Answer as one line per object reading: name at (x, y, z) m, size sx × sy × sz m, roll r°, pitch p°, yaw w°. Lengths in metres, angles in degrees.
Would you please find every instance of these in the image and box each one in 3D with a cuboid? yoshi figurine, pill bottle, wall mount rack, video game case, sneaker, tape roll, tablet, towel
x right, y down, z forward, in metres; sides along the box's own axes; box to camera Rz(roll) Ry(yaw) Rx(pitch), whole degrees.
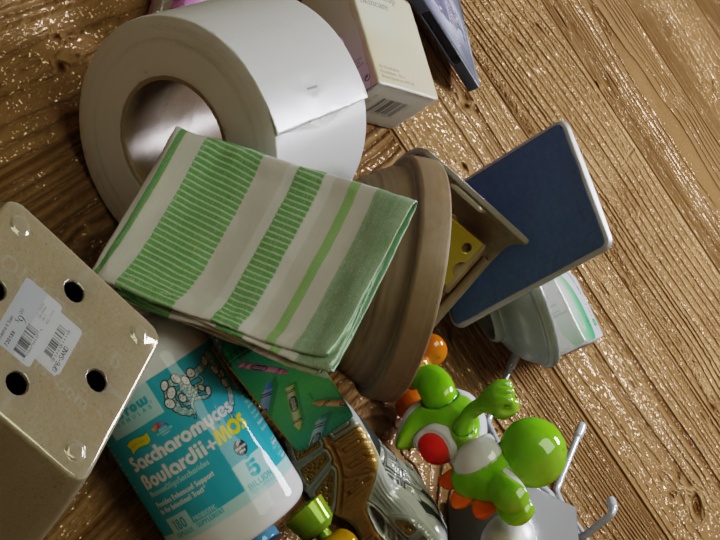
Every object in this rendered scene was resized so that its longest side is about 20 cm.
yoshi figurine at (0.112, 0.140, 1.279) m, size 0.112 × 0.112 × 0.200 m, roll 17°, pitch 22°, yaw -40°
pill bottle at (-0.137, 0.112, 1.082) m, size 0.201 × 0.110 × 0.111 m, roll 57°, pitch 36°, yaw -2°
wall mount rack at (0.185, 0.179, 1.456) m, size 0.200 × 0.074 × 0.174 m, roll 46°, pitch 10°, yaw -20°
video game case at (0.081, -0.315, 1.645) m, size 0.200 × 0.019 × 0.144 m, roll 47°, pitch 27°, yaw -49°
sneaker at (0.006, 0.181, 1.253) m, size 0.201 × 0.075 × 0.088 m, roll 57°, pitch 18°, yaw -6°
tape roll at (-0.114, -0.121, 1.194) m, size 0.139 × 0.202 × 0.204 m, roll -29°, pitch 89°, yaw -53°
tablet at (0.141, -0.041, 1.368) m, size 0.014 × 0.199 × 0.131 m, roll -1°, pitch 67°, yaw -48°
towel at (-0.079, -0.018, 1.038) m, size 0.023 × 0.199 × 0.153 m, roll 74°, pitch 39°, yaw -60°

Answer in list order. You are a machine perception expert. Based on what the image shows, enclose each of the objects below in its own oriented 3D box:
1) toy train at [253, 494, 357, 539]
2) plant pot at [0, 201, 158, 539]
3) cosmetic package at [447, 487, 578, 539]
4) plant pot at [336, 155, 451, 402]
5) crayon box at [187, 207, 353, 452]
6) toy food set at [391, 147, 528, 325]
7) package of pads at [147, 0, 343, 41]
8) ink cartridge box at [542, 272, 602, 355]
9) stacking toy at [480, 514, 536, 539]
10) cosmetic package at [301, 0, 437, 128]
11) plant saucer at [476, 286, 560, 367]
toy train at (-0.013, 0.228, 1.161) m, size 0.199 × 0.085 × 0.116 m, roll -30°, pitch 76°, yaw -42°
plant pot at (-0.247, 0.076, 0.919) m, size 0.200 × 0.177 × 0.200 m, roll 46°, pitch 38°, yaw -20°
cosmetic package at (0.142, 0.299, 1.310) m, size 0.107 × 0.090 × 0.201 m, roll 31°, pitch 42°, yaw -33°
plant pot at (0.000, 0.000, 1.174) m, size 0.092 × 0.201 × 0.202 m, roll 11°, pitch 52°, yaw -11°
crayon box at (-0.078, 0.051, 1.129) m, size 0.119 × 0.058 × 0.200 m, roll 55°, pitch -4°, yaw 29°
toy food set at (0.043, 0.006, 1.318) m, size 0.143 × 0.200 × 0.060 m, roll 38°, pitch 8°, yaw -26°
package of pads at (-0.110, -0.220, 1.370) m, size 0.199 × 0.075 × 0.121 m, roll 33°, pitch 45°, yaw -32°
ink cartridge box at (0.194, -0.006, 1.567) m, size 0.201 × 0.050 × 0.161 m, roll 67°, pitch 15°, yaw 6°
stacking toy at (0.103, 0.281, 1.197) m, size 0.146 × 0.146 × 0.201 m, roll 45°, pitch 49°, yaw -19°
cosmetic package at (0.002, -0.261, 1.535) m, size 0.103 × 0.073 × 0.201 m, roll 6°, pitch 62°, yaw -49°
plant saucer at (0.135, 0.015, 1.467) m, size 0.201 × 0.050 × 0.200 m, roll 63°, pitch -7°, yaw 14°
